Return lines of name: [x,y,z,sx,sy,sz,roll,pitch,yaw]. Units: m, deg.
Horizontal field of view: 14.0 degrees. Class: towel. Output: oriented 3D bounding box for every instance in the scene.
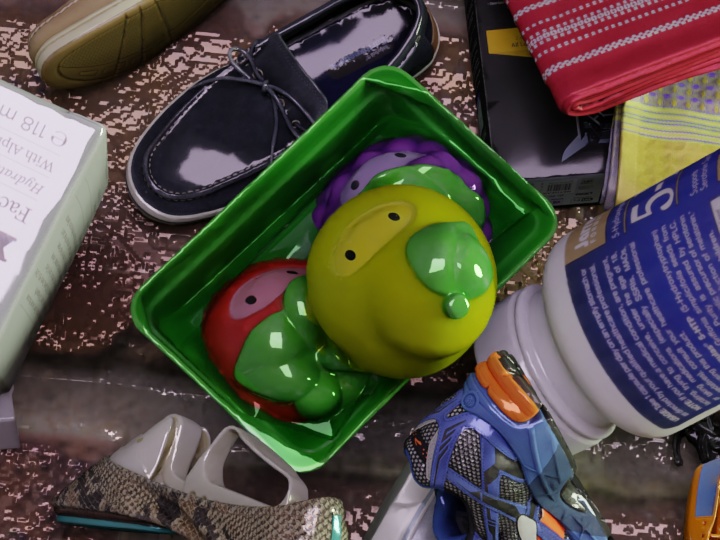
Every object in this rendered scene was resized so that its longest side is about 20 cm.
towel: [0.140,-0.176,1.587,0.144,0.023,0.200,-20,54,-5]
towel: [0.230,-0.081,1.572,0.199,0.023,0.144,10,71,2]

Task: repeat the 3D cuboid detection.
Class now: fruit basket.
fruit basket: [0.000,0.000,1.501,0.155,0.216,0.216,43,75,12]

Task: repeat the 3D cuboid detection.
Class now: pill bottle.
pill bottle: [0.163,0.017,1.506,0.200,0.120,0.120,-30,71,26]

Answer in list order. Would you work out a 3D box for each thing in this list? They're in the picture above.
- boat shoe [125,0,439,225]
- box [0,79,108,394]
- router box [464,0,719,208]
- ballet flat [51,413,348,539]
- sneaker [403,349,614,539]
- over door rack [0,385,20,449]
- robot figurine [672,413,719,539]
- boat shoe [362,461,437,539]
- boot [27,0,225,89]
boat shoe: [-0.043,-0.096,1.605,0.200,0.062,0.075,-32,77,-10]
box: [-0.238,-0.042,1.441,0.199,0.200,0.131,25,83,-2]
router box: [0.161,-0.120,1.623,0.199,0.052,0.158,-4,71,-3]
ballet flat: [-0.077,0.114,1.485,0.200,0.068,0.075,14,93,45]
sneaker: [0.075,0.120,1.477,0.078,0.200,0.075,-29,43,0]
over door rack: [-0.261,0.001,1.562,0.147,0.067,0.200,-6,72,-3]
robot figurine: [0.234,0.112,1.544,0.145,0.058,0.200,8,72,0]
boat shoe: [0.028,0.170,1.520,0.071,0.070,0.201,26,77,-3]
boot: [-0.136,-0.205,1.634,0.200,0.072,0.155,-38,77,-18]
